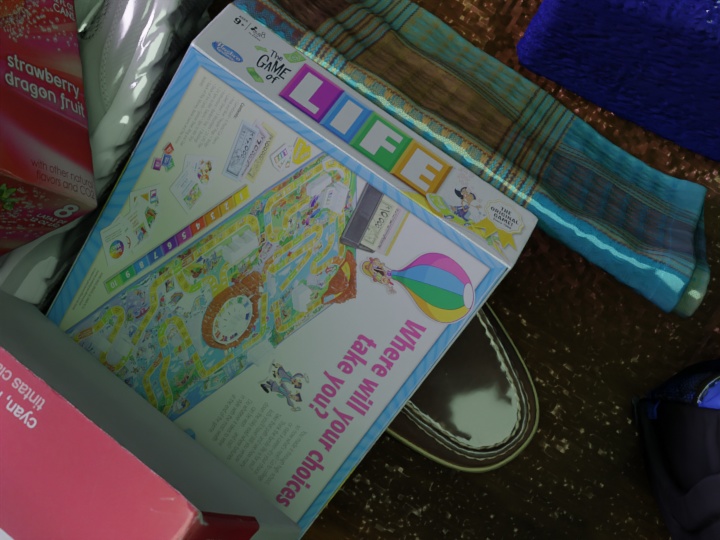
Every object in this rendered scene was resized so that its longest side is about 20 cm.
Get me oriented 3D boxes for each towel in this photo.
[{"bbox_3d":[0.051,-0.060,0.730,0.200,0.147,0.022,34,109,0],"label":"towel"},{"bbox_3d":[0.166,-0.077,0.732,0.199,0.148,0.050,24,78,0],"label":"towel"}]

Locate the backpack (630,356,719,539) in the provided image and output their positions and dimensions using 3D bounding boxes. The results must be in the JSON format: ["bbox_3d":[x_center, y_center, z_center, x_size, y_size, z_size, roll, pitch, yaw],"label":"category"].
[{"bbox_3d":[0.203,0.087,0.699,0.167,0.200,0.163,-27,88,-3],"label":"backpack"}]

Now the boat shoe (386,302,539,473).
[{"bbox_3d":[0.000,0.000,0.758,0.072,0.072,0.200,-37,90,-3],"label":"boat shoe"}]

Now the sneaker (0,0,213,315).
[{"bbox_3d":[-0.126,-0.055,0.733,0.082,0.075,0.200,34,105,2],"label":"sneaker"}]

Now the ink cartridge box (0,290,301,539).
[{"bbox_3d":[-0.146,0.121,0.641,0.144,0.145,0.200,37,89,13],"label":"ink cartridge box"}]

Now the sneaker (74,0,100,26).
[{"bbox_3d":[-0.173,-0.136,0.764,0.199,0.075,0.089,8,47,-14],"label":"sneaker"}]

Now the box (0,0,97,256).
[{"bbox_3d":[-0.192,-0.072,0.630,0.095,0.200,0.100,-24,64,31],"label":"box"}]

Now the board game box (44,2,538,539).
[{"bbox_3d":[-0.040,0.015,0.712,0.134,0.034,0.200,35,130,0],"label":"board game box"}]
